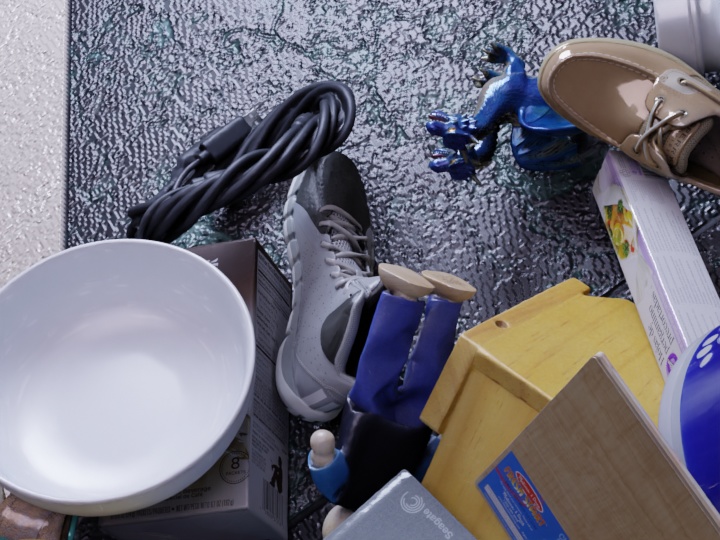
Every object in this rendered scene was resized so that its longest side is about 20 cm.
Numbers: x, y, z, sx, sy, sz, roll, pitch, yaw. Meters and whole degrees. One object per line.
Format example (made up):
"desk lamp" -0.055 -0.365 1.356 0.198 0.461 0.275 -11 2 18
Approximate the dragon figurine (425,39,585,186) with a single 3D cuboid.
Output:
"dragon figurine" 0.136 -0.108 1.106 0.198 0.059 0.100 1 60 -13

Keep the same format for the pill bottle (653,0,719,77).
"pill bottle" 0.303 -0.181 1.058 0.198 0.111 0.112 -6 62 13

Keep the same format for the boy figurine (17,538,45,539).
"boy figurine" -0.198 0.216 0.944 0.199 0.065 0.125 -30 58 2

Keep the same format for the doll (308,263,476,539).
"doll" 0.021 0.100 1.012 0.048 0.136 0.201 29 106 46

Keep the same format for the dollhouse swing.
"dollhouse swing" 0.147 0.147 0.995 0.199 0.177 0.181 33 37 30

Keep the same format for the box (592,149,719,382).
"box" 0.198 -0.001 1.013 0.041 0.039 0.201 3 43 -15

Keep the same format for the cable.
"cable" -0.085 -0.070 1.116 0.163 0.051 0.200 -10 24 47

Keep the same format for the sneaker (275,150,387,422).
"sneaker" 0.000 0.000 1.072 0.115 0.075 0.202 -25 58 54

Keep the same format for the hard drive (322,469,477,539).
"hard drive" 0.001 0.232 0.922 0.200 0.033 0.139 -39 62 -18

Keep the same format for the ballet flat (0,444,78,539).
"ballet flat" -0.215 0.122 1.066 0.067 0.069 0.200 13 27 -6

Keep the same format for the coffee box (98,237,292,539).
"coffee box" -0.113 0.089 1.088 0.112 0.080 0.201 -9 62 16

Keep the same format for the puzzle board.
"puzzle board" 0.155 0.165 0.866 0.017 0.151 0.201 -19 66 -36

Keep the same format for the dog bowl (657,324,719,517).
"dog bowl" 0.270 0.108 0.877 0.079 0.199 0.202 -42 44 49

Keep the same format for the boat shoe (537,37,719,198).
"boat shoe" 0.212 -0.097 1.030 0.199 0.065 0.072 22 114 1

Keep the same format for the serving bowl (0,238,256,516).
"serving bowl" -0.161 0.078 1.014 0.198 0.066 0.201 -4 54 5
